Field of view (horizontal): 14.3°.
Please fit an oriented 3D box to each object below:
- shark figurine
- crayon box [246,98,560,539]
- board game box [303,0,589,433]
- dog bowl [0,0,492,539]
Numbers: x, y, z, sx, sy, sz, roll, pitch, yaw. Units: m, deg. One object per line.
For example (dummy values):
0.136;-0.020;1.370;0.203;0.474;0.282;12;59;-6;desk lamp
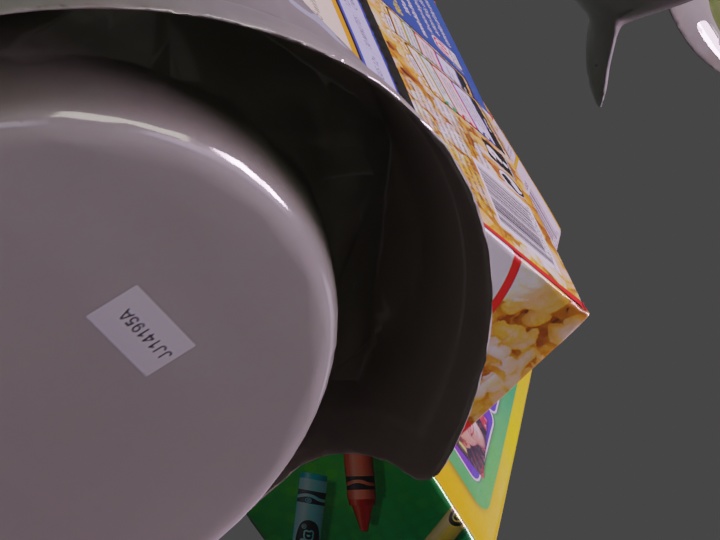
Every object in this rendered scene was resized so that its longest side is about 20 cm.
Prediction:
0.119;-0.116;1.270;0.214;0.128;0.090;-9;101;-84;shark figurine
0.000;0.000;0.880;0.119;0.058;0.200;57;24;-21;crayon box
-0.047;-0.068;0.637;0.200;0.046;0.152;38;17;-30;board game box
-0.078;0.012;0.534;0.200;0.200;0.059;40;19;-47;dog bowl
